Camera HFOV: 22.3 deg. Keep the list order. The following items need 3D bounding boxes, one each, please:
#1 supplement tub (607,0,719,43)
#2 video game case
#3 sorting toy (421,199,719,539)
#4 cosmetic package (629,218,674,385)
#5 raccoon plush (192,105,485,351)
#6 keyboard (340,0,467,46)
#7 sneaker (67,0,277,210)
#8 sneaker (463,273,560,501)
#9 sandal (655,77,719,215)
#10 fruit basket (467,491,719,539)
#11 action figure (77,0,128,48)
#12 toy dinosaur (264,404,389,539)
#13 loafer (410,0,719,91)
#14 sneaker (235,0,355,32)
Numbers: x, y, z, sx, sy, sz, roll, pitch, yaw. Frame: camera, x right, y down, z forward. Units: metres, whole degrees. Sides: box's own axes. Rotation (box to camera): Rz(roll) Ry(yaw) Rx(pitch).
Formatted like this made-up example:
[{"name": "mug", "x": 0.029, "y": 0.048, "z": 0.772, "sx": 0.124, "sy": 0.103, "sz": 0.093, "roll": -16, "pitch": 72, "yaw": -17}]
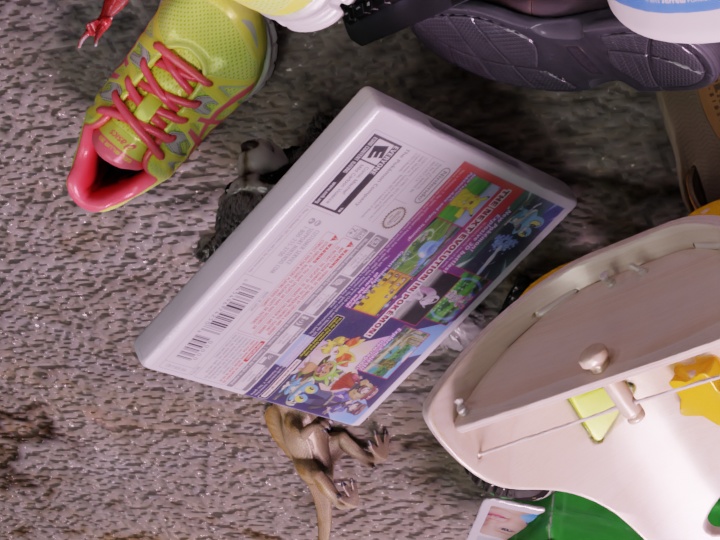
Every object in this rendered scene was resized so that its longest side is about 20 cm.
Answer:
[{"name": "supplement tub", "x": 0.145, "y": -0.212, "z": 0.789, "sx": 0.132, "sy": 0.132, "sz": 0.200, "roll": 0, "pitch": 127, "yaw": 33}, {"name": "video game case", "x": 0.000, "y": 0.000, "z": 1.018, "sx": 0.182, "sy": 0.023, "sz": 0.200, "roll": 21, "pitch": 120, "yaw": -46}, {"name": "sorting toy", "x": 0.169, "y": 0.075, "z": 0.899, "sx": 0.200, "sy": 0.107, "sz": 0.180, "roll": -23, "pitch": 115, "yaw": 40}, {"name": "cosmetic package", "x": 0.239, "y": 0.050, "z": 0.978, "sx": 0.200, "sy": 0.108, "sz": 0.085, "roll": 13, "pitch": 124, "yaw": 22}, {"name": "raccoon plush", "x": -0.003, "y": -0.004, "z": 1.073, "sx": 0.200, "sy": 0.134, "sz": 0.097, "roll": 47, "pitch": 136, "yaw": -11}, {"name": "keyboard", "x": 0.031, "y": -0.184, "z": 0.918, "sx": 0.200, "sy": 0.040, "sz": 0.104, "roll": -17, "pitch": 83, "yaw": 54}, {"name": "sneaker", "x": -0.117, "y": -0.098, "z": 1.086, "sx": 0.078, "sy": 0.090, "sz": 0.200, "roll": 38, "pitch": 137, "yaw": 0}, {"name": "sneaker", "x": 0.111, "y": 0.067, "z": 1.030, "sx": 0.085, "sy": 0.200, "sz": 0.078, "roll": 23, "pitch": 118, "yaw": 1}, {"name": "sandal", "x": 0.199, "y": -0.037, "z": 0.907, "sx": 0.080, "sy": 0.054, "sz": 0.200, "roll": -24, "pitch": 82, "yaw": 15}, {"name": "fruit basket", "x": 0.147, "y": 0.200, "z": 1.101, "sx": 0.185, "sy": 0.094, "sz": 0.200, "roll": 13, "pitch": 143, "yaw": -1}, {"name": "action figure", "x": -0.193, "y": -0.177, "z": 1.076, "sx": 0.200, "sy": 0.099, "sz": 0.065, "roll": -5, "pitch": 126, "yaw": 33}, {"name": "toy dinosaur", "x": -0.030, "y": 0.132, "z": 1.289, "sx": 0.101, "sy": 0.058, "sz": 0.200, "roll": 7, "pitch": 125, "yaw": 48}, {"name": "loafer", "x": 0.113, "y": -0.133, "z": 0.943, "sx": 0.200, "sy": 0.063, "sz": 0.072, "roll": 12, "pitch": 155, "yaw": 46}, {"name": "sneaker", "x": -0.017, "y": -0.210, "z": 0.874, "sx": 0.078, "sy": 0.090, "sz": 0.200, "roll": 35, "pitch": 110, "yaw": 37}]
